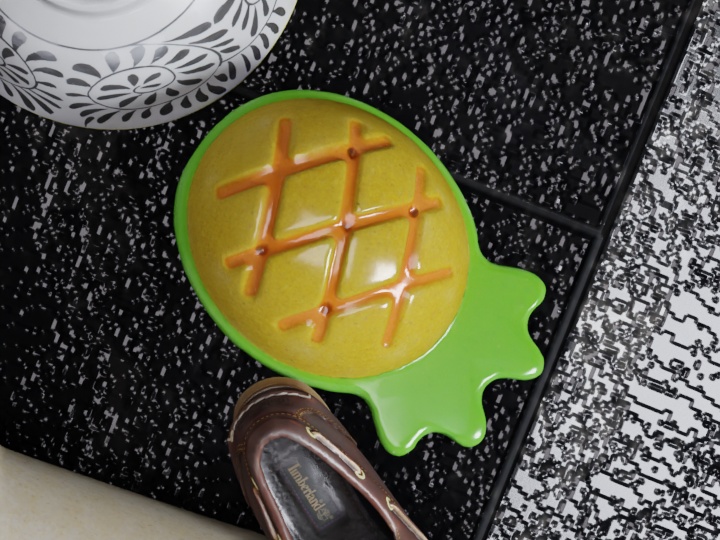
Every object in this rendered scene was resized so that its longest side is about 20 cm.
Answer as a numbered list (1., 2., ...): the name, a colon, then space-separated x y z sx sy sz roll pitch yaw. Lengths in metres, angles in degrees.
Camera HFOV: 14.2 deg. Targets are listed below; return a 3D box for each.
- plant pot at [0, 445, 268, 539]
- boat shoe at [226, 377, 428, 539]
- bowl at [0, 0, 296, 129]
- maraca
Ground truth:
1. plant pot: -0.143 0.178 1.398 0.183 0.200 0.201 13 93 -11
2. boat shoe: 0.000 0.144 1.389 0.070 0.070 0.200 -36 108 2
3. bowl: -0.126 -0.168 1.416 0.200 0.094 0.201 0 93 0
4. maraca: 0.000 0.000 1.415 0.200 0.107 0.137 43 82 -3
